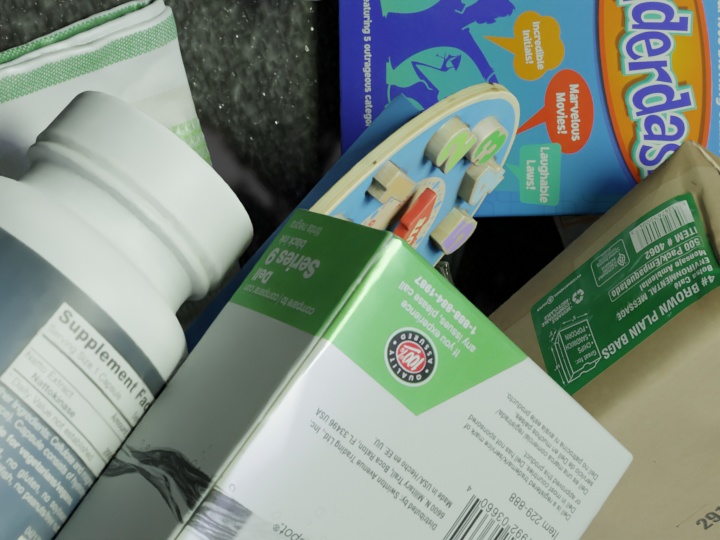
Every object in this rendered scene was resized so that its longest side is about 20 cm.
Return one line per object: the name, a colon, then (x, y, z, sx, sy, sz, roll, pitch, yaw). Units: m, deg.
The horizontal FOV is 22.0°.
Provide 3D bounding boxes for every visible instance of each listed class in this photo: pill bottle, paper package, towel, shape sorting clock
pill bottle: (-0.136, 0.034, 0.697, 0.200, 0.119, 0.120, -52, 124, -18)
paper package: (0.152, 0.066, 0.878, 0.190, 0.200, 0.104, 26, 34, -38)
towel: (-0.110, -0.005, 0.810, 0.149, 0.031, 0.201, -29, 110, -40)
shape sorting clock: (0.000, 0.000, 0.802, 0.039, 0.200, 0.200, 44, 46, 19)

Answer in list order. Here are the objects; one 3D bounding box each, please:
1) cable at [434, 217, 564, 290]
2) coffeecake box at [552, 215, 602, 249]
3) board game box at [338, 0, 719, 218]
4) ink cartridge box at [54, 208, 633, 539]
cable: (0.082, 0.038, 0.994, 0.163, 0.051, 0.201, -45, 117, -41)
coffeecake box: (0.173, -0.012, 1.024, 0.201, 0.073, 0.154, 67, 25, -21)
board game box: (0.090, -0.101, 0.899, 0.045, 0.199, 0.153, -3, 92, -81)
ink cartridge box: (-0.018, 0.101, 0.679, 0.146, 0.084, 0.200, 43, 78, -29)
